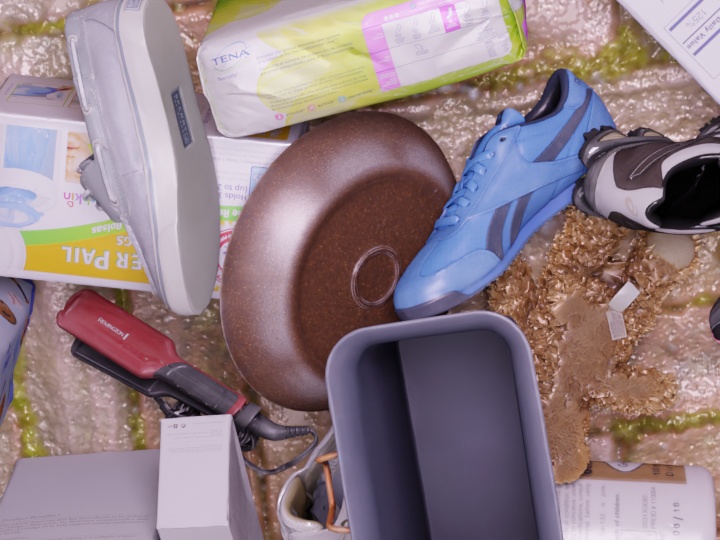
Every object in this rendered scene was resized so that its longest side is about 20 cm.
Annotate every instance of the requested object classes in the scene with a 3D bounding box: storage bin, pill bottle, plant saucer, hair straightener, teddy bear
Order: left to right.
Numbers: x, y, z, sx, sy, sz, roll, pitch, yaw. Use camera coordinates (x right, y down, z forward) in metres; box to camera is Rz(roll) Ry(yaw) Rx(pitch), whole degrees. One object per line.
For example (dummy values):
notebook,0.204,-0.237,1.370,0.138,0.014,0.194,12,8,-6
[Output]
hair straightener,-0.109,0.080,1.731,0.200,0.041,0.077,24,152,25
plant saucer,0.000,0.000,1.676,0.200,0.037,0.201,-17,117,-36
storage bin,0.053,0.120,1.629,0.145,0.134,0.200,-9,95,10
pill bottle,0.131,0.182,1.753,0.200,0.114,0.115,3,108,2
teddy bear,0.144,0.039,1.729,0.145,0.067,0.200,10,92,-11

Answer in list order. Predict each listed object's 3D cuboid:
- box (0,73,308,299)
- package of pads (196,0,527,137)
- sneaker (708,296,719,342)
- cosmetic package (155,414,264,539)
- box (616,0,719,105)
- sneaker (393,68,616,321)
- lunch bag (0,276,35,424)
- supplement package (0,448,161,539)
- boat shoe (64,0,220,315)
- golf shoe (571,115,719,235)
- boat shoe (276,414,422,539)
box,-0.138,-0.053,1.697,0.200,0.101,0.113,5,108,1
package of pads,0.003,-0.149,1.632,0.200,0.155,0.068,-15,106,8
sneaker,0.312,0.066,1.740,0.200,0.079,0.095,41,127,-9
cosmetic package,-0.095,0.180,1.725,0.051,0.083,0.200,-5,145,3
box,0.232,-0.227,1.622,0.200,0.105,0.184,44,104,-10
sneaker,0.081,-0.049,1.670,0.200,0.066,0.078,-43,111,-22
lunch bag,-0.323,0.044,1.702,0.200,0.170,0.124,14,105,-1
supplement package,-0.177,0.206,1.730,0.117,0.200,0.118,-5,107,4
boat shoe,-0.136,-0.069,1.611,0.071,0.070,0.201,-4,108,22
golf shoe,0.235,-0.056,1.658,0.200,0.094,0.078,-14,117,-23
boat shoe,-0.026,0.159,1.755,0.069,0.071,0.200,0,127,-36
